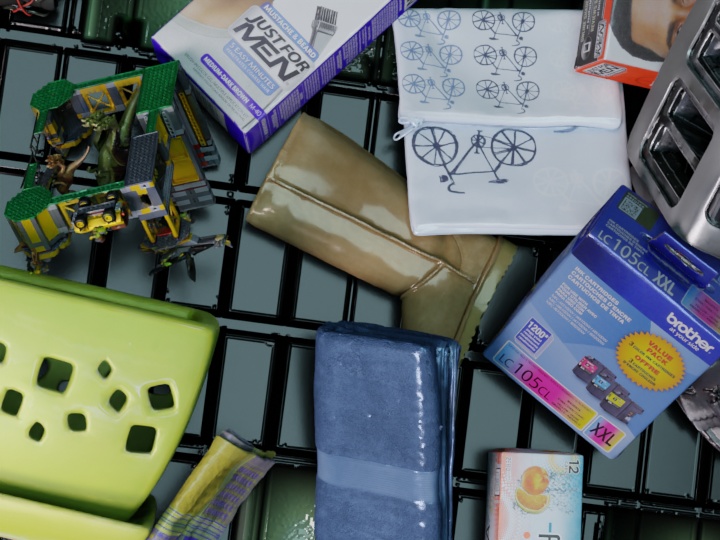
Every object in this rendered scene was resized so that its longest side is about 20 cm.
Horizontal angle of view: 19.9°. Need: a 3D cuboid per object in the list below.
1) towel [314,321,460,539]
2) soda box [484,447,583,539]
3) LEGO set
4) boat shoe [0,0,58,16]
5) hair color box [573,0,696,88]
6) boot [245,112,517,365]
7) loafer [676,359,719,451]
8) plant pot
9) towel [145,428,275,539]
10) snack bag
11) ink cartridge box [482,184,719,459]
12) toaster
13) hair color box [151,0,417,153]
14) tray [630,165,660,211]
[{"bbox_3d":[0.018,0.138,1.535,0.111,0.048,0.201,9,111,27],"label":"towel"},{"bbox_3d":[0.131,0.239,1.579,0.068,0.064,0.201,4,86,-6],"label":"soda box"},{"bbox_3d":[-0.178,-0.057,1.531,0.153,0.201,0.116,-17,129,6],"label":"LEGO set"},{"bbox_3d":[-0.252,-0.230,1.570,0.200,0.074,0.063,-20,80,-12],"label":"boat shoe"},{"bbox_3d":[0.275,-0.188,1.613,0.199,0.061,0.102,10,84,-17],"label":"hair color box"},{"bbox_3d":[0.000,0.000,1.587,0.199,0.066,0.176,29,71,-4],"label":"boot"},{"bbox_3d":[0.260,0.061,1.600,0.072,0.063,0.201,-26,86,22],"label":"loafer"},{"bbox_3d":[-0.218,0.101,1.490,0.198,0.200,0.183,13,90,-5],"label":"plant pot"},{"bbox_3d":[-0.133,0.207,1.513,0.023,0.144,0.200,33,83,13],"label":"towel"},{"bbox_3d":[0.119,-0.116,1.602,0.187,0.021,0.201,1,68,-7],"label":"snack bag"},{"bbox_3d":[0.201,0.032,1.532,0.136,0.200,0.076,38,44,2],"label":"ink cartridge box"},{"bbox_3d":[0.299,-0.116,1.503,0.118,0.200,0.181,18,114,-18],"label":"toaster"},{"bbox_3d":[-0.052,-0.201,1.588,0.200,0.065,0.109,-43,80,-9],"label":"hair color box"},{"bbox_3d":[0.298,-0.009,1.639,0.107,0.022,0.201,-21,88,-7],"label":"tray"}]
